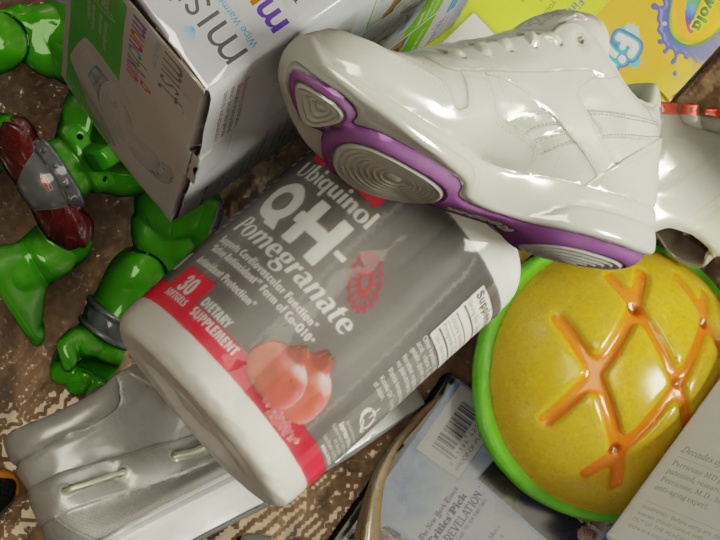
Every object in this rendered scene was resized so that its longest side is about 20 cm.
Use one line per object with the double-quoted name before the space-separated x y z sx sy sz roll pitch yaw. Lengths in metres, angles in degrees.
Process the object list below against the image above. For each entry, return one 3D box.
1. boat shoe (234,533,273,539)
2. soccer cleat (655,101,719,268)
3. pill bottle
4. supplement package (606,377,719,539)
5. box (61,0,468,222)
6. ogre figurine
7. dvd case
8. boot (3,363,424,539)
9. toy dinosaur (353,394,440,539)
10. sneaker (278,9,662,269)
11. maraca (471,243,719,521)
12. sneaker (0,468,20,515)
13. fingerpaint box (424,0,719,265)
"boat shoe" -0.087 0.184 1.025 0.086 0.202 0.075 3 117 5
"soccer cleat" 0.176 -0.040 1.083 0.199 0.069 0.078 -1 97 -45
"pill bottle" 0.000 0.000 1.001 0.200 0.111 0.111 -42 88 -12
"supplement package" 0.228 0.098 1.039 0.117 0.117 0.200 20 63 42
"box" -0.032 -0.125 0.964 0.176 0.200 0.097 -36 85 -14
"ogre figurine" -0.142 -0.048 1.084 0.120 0.098 0.201 -31 86 -5
"dvd case" 0.082 0.166 1.115 0.200 0.018 0.143 36 84 0
"boot" -0.070 0.071 1.074 0.199 0.074 0.096 -26 82 -26
"toy dinosaur" 0.000 0.165 1.063 0.060 0.106 0.201 1 96 16
"sneaker" 0.048 -0.069 0.911 0.199 0.075 0.100 21 79 -40
"maraca" 0.140 0.055 1.089 0.199 0.107 0.138 9 90 -29
"sneaker" -0.231 0.046 1.088 0.077 0.078 0.201 -22 89 -19
"fingerpaint box" 0.076 -0.118 1.116 0.167 0.073 0.200 42 86 2
